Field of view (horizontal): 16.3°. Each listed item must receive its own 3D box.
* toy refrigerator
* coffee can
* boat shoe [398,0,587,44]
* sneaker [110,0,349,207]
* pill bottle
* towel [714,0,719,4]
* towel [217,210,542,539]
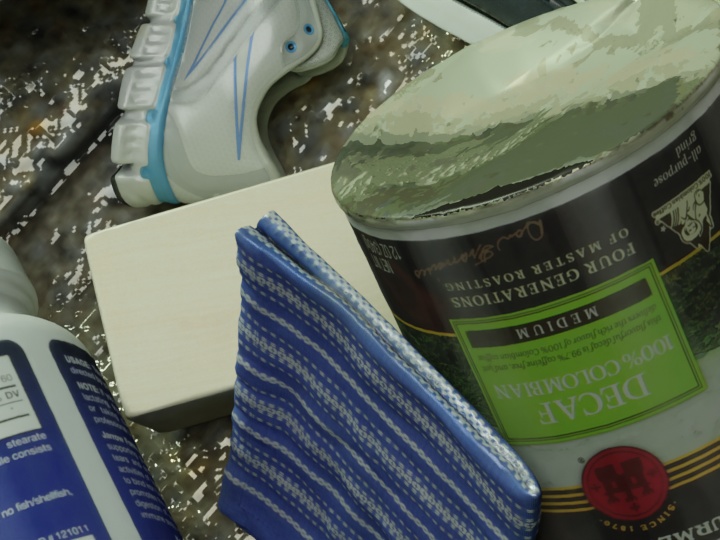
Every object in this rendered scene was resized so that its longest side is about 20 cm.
[{"bbox_3d":[0.000,0.000,0.991,0.198,0.070,0.077,-16,79,6],"label":"toy refrigerator"},{"bbox_3d":[0.094,0.026,0.870,0.145,0.147,0.201,-24,113,5],"label":"coffee can"},{"bbox_3d":[0.103,-0.098,0.987,0.199,0.076,0.061,27,111,16],"label":"boat shoe"},{"bbox_3d":[-0.043,-0.120,1.038,0.086,0.075,0.202,9,91,9],"label":"sneaker"},{"bbox_3d":[-0.137,0.089,0.951,0.115,0.116,0.201,-30,62,3],"label":"pill bottle"},{"bbox_3d":[0.191,-0.075,0.949,0.147,0.037,0.201,-11,63,-30],"label":"towel"},{"bbox_3d":[0.001,0.081,0.906,0.024,0.201,0.145,-36,67,-24],"label":"towel"}]
